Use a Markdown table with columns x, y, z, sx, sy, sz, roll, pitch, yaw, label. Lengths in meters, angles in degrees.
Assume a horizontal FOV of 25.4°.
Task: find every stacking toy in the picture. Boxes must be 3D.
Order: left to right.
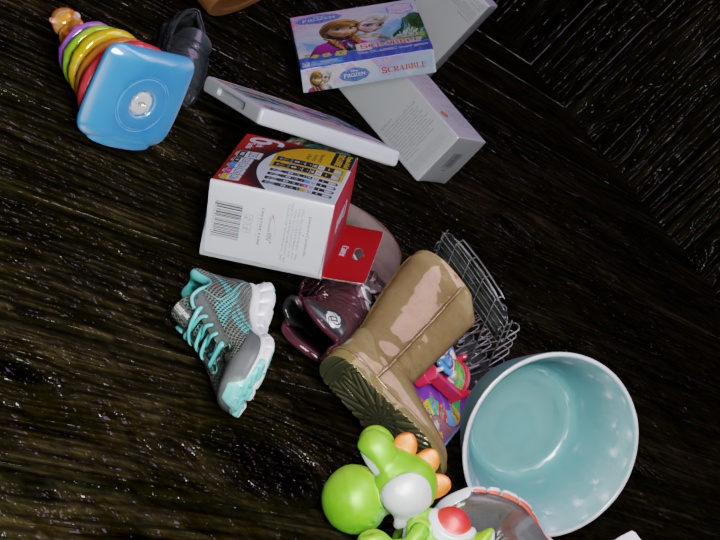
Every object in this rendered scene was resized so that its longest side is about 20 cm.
| x | y | z | sx | sy | sz | roll | pitch | yaw | label |
| --- | --- | --- | --- | --- | --- | --- | --- | --- | --- |
| -0.276 | -0.222 | 1.680 | 0.115 | 0.110 | 0.200 | 6 | 29 | -45 | stacking toy |

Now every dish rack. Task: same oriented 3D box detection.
| x | y | z | sx | sy | sz | roll | pitch | yaw | label |
| --- | --- | --- | --- | --- | --- | --- | --- | --- | --- |
| 0.125 | 0.050 | 1.841 | 0.054 | 0.201 | 0.154 | -23 | 62 | -25 | dish rack |

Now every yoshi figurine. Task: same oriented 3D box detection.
| x | y | z | sx | sy | sz | roll | pitch | yaw | label |
| --- | --- | --- | --- | --- | --- | --- | --- | --- | --- |
| 0.036 | 0.237 | 1.399 | 0.112 | 0.112 | 0.201 | -31 | 91 | -31 | yoshi figurine |

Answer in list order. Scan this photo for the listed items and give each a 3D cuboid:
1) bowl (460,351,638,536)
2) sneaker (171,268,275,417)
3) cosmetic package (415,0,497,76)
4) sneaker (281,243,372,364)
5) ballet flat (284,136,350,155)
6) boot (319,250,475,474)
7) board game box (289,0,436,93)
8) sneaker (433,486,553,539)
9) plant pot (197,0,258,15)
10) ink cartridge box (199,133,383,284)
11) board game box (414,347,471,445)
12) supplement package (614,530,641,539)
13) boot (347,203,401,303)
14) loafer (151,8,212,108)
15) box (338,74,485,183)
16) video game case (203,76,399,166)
| x | y | z | sx | sy | sz | roll | pitch | yaw | label |
| --- | --- | --- | --- | --- | --- | --- | --- | --- | --- |
| 0.186 | 0.173 | 1.712 | 0.200 | 0.201 | 0.105 | 38 | -1 | -20 | bowl |
| -0.129 | 0.060 | 1.438 | 0.091 | 0.078 | 0.200 | 23 | 20 | -14 | sneaker |
| 0.137 | -0.443 | 2.879 | 0.113 | 0.200 | 0.081 | 48 | 19 | 4 | cosmetic package |
| -0.044 | 0.028 | 1.665 | 0.115 | 0.076 | 0.201 | 23 | 28 | -42 | sneaker |
| -0.072 | -0.133 | 1.989 | 0.063 | 0.076 | 0.200 | 17 | 5 | 18 | ballet flat |
| 0.067 | 0.094 | 1.620 | 0.176 | 0.066 | 0.200 | 53 | 44 | -7 | boot |
| 0.000 | -0.338 | 2.392 | 0.200 | 0.198 | 0.041 | -105 | -174 | -58 | board game box |
| 0.153 | 0.281 | 1.549 | 0.199 | 0.077 | 0.082 | 35 | 27 | -27 | sneaker |
| -0.183 | -0.451 | 2.241 | 0.141 | 0.199 | 0.200 | 63 | 20 | 3 | plant pot |
| -0.061 | -0.067 | 1.689 | 0.174 | 0.085 | 0.200 | 12 | 19 | 2 | ink cartridge box |
| 0.087 | 0.100 | 1.745 | 0.159 | 0.039 | 0.200 | 65 | 23 | -5 | board game box |
| 0.166 | 0.335 | 1.251 | 0.147 | 0.200 | 0.191 | 50 | 19 | 16 | supplement package |
| 0.000 | 0.000 | 1.825 | 0.200 | 0.070 | 0.146 | 51 | 19 | 11 | boot |
| -0.213 | -0.260 | 1.918 | 0.068 | 0.070 | 0.201 | 36 | 20 | -25 | loafer |
| 0.080 | -0.241 | 2.480 | 0.200 | 0.097 | 0.124 | 51 | 19 | 16 | box |
| -0.074 | -0.184 | 1.969 | 0.199 | 0.024 | 0.182 | 15 | 11 | -31 | video game case |
